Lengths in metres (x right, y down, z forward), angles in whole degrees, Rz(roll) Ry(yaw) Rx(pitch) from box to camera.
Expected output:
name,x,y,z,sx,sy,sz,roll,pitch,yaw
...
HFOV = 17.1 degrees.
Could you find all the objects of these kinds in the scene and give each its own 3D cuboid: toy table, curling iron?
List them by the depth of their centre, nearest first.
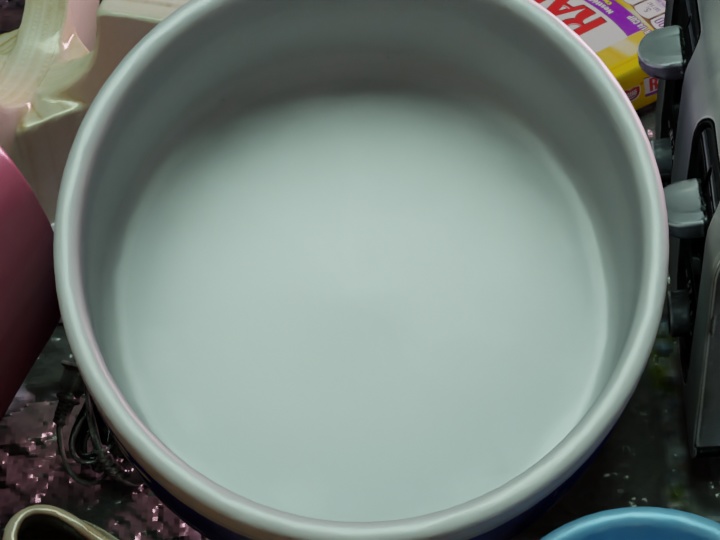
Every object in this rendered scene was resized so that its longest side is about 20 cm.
name,x,y,z,sx,sy,sz,roll,pitch,yaw
curling iron,-0.043,0.005,0.888,0.025,0.050,0.200,-1,36,48
toy table,-0.131,-0.065,0.923,0.198,0.118,0.185,0,44,7

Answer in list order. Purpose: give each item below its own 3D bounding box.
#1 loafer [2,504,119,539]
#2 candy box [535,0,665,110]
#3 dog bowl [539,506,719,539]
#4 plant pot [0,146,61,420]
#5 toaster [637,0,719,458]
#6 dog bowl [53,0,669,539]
name,x,y,z,sx,sy,sz,roll,pitch,yaw
loafer,-0.046,0.141,0.732,0.199,0.063,0.072,31,56,34
candy box,0.057,-0.124,1.021,0.102,0.027,0.200,-29,47,-15
dog bowl,0.091,0.153,0.709,0.110,0.050,0.201,-7,44,1
plant pot,-0.198,0.030,0.774,0.199,0.201,0.179,20,48,27
toaster,0.199,-0.033,0.837,0.198,0.119,0.182,-3,44,5
dog bowl,0.000,0.000,0.801,0.198,0.079,0.202,0,73,-1
